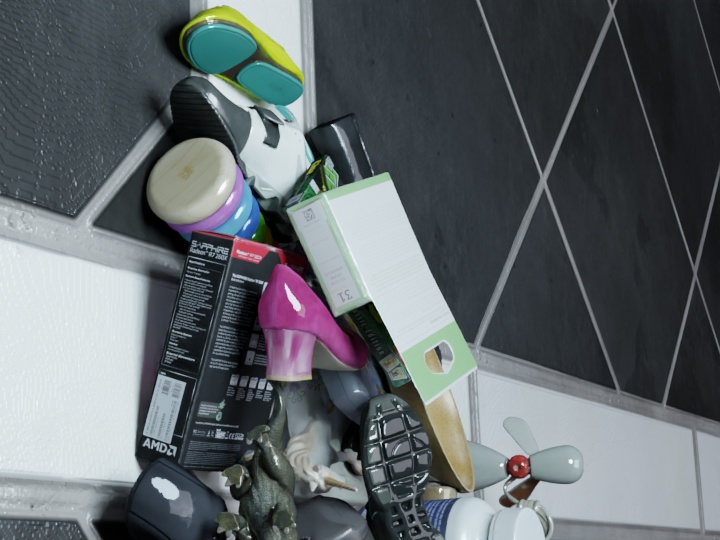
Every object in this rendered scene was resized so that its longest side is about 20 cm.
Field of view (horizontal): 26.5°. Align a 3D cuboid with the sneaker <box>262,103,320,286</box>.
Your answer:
[{"bbox_3d":[-0.056,-0.072,1.515,0.080,0.077,0.200,-67,143,-64],"label":"sneaker"}]

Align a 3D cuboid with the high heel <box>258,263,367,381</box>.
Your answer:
[{"bbox_3d":[-0.039,0.040,1.331,0.200,0.067,0.096,-3,96,-67],"label":"high heel"}]

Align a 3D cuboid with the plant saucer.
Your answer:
[{"bbox_3d":[0.065,0.135,1.555,0.200,0.035,0.201,-20,90,-81],"label":"plant saucer"}]

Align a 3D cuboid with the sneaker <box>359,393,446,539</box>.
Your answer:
[{"bbox_3d":[0.027,0.215,1.439,0.075,0.079,0.200,-13,94,-29],"label":"sneaker"}]

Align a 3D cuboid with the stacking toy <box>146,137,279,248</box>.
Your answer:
[{"bbox_3d":[-0.112,-0.033,1.390,0.200,0.085,0.086,52,38,-51],"label":"stacking toy"}]

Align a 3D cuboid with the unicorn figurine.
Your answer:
[{"bbox_3d":[-0.040,0.160,1.474,0.137,0.074,0.200,40,22,-57],"label":"unicorn figurine"}]

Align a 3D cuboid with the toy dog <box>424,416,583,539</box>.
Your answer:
[{"bbox_3d":[0.147,0.225,1.727,0.096,0.200,0.132,29,81,-77],"label":"toy dog"}]

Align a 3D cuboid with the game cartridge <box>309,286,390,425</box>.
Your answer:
[{"bbox_3d":[-0.004,0.093,1.520,0.133,0.041,0.200,61,9,16],"label":"game cartridge"}]

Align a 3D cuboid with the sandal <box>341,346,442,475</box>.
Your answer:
[{"bbox_3d":[0.026,0.139,1.653,0.200,0.045,0.075,-51,123,-37],"label":"sandal"}]

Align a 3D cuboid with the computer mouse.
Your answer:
[{"bbox_3d":[-0.116,0.202,1.270,0.141,0.046,0.200,-58,146,-29],"label":"computer mouse"}]

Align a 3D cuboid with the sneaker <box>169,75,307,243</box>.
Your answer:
[{"bbox_3d":[-0.100,-0.120,1.394,0.089,0.074,0.200,-57,138,-22],"label":"sneaker"}]

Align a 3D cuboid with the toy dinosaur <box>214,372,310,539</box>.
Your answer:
[{"bbox_3d":[-0.078,0.187,1.251,0.102,0.077,0.200,73,0,-64],"label":"toy dinosaur"}]

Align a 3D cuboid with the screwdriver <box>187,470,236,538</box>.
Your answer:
[{"bbox_3d":[-0.108,0.240,1.361,0.200,0.028,0.029,60,5,-42],"label":"screwdriver"}]

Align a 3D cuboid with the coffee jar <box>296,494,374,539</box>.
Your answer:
[{"bbox_3d":[-0.013,0.315,1.445,0.085,0.104,0.200,-25,110,-16],"label":"coffee jar"}]

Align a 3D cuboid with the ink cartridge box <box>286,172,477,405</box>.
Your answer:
[{"bbox_3d":[0.022,0.018,1.348,0.200,0.048,0.145,66,25,0],"label":"ink cartridge box"}]

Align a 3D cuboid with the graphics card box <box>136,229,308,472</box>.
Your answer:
[{"bbox_3d":[-0.116,0.072,1.312,0.125,0.051,0.200,15,87,-61],"label":"graphics card box"}]

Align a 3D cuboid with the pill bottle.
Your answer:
[{"bbox_3d":[0.078,0.285,1.526,0.111,0.200,0.111,28,57,-57],"label":"pill bottle"}]

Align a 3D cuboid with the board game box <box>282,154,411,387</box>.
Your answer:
[{"bbox_3d":[0.000,0.000,1.403,0.200,0.023,0.105,58,28,-18],"label":"board game box"}]

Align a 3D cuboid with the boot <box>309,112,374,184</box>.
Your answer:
[{"bbox_3d":[0.004,-0.061,1.573,0.165,0.066,0.200,-137,-147,-82],"label":"boot"}]

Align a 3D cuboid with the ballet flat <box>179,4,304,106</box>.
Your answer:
[{"bbox_3d":[-0.119,-0.215,1.454,0.200,0.067,0.067,27,37,-61],"label":"ballet flat"}]
